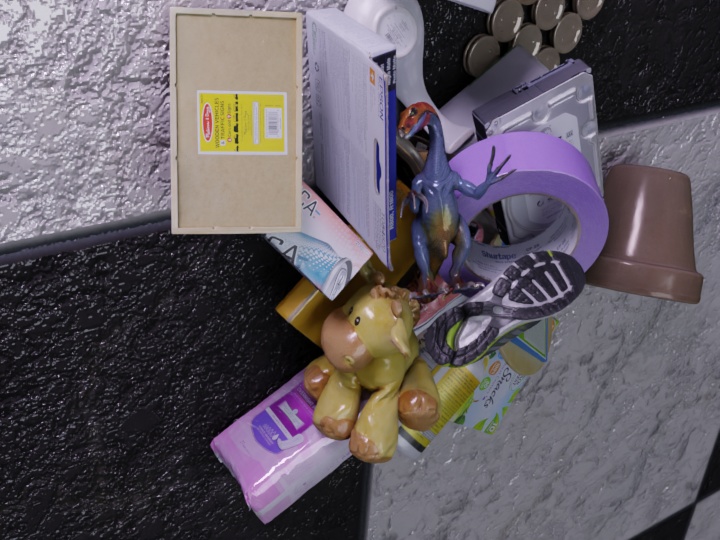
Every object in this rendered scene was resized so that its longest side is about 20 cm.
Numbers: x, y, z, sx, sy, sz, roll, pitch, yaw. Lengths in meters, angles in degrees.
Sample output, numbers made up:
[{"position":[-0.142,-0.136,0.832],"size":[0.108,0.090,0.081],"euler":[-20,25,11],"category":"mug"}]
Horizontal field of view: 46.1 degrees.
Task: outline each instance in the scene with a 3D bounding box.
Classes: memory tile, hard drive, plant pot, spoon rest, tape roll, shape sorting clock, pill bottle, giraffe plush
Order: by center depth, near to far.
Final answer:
[{"position":[0.050,-0.220,0.922],"size":[0.099,0.060,0.201],"euler":[-40,115,-10],"category":"spoon rest"},{"position":[0.018,0.086,0.939],"size":[0.201,0.171,0.163],"euler":[-49,152,-20],"category":"giraffe plush"},{"position":[0.173,-0.054,0.951],"size":[0.195,0.067,0.203],"euler":[-2,134,-2],"category":"tape roll"},{"position":[0.212,-0.128,0.981],"size":[0.138,0.038,0.202],"euler":[-27,133,-6],"category":"hard drive"},{"position":[0.212,-0.298,1.028],"size":[0.152,0.017,0.202],"euler":[29,97,-44],"category":"memory tile"},{"position":[0.096,0.143,1.139],"size":[0.201,0.112,0.112],"euler":[-48,134,-2],"category":"pill bottle"},{"position":[0.215,0.040,1.151],"size":[0.199,0.038,0.205],"euler":[18,69,-56],"category":"shape sorting clock"},{"position":[0.402,-0.056,1.225],"size":[0.197,0.198,0.179],"euler":[7,93,-39],"category":"plant pot"}]

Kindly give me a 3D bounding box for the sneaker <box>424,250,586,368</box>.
[{"position":[0.160,0.045,0.946],"size":[0.197,0.075,0.081],"euler":[-28,166,-2],"category":"sneaker"}]

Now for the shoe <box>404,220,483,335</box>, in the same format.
[{"position":[0.086,0.014,1.087],"size":[0.198,0.071,0.093],"euler":[-31,130,-26],"category":"shoe"}]

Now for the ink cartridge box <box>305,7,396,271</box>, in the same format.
[{"position":[0.002,-0.134,0.837],"size":[0.040,0.201,0.203],"euler":[-14,126,-18],"category":"ink cartridge box"}]

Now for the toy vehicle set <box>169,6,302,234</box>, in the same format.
[{"position":[-0.115,-0.137,0.788],"size":[0.121,0.026,0.206],"euler":[0,96,-12],"category":"toy vehicle set"}]

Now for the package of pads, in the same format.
[{"position":[-0.075,0.201,1.038],"size":[0.198,0.120,0.076],"euler":[-36,133,-13],"category":"package of pads"}]

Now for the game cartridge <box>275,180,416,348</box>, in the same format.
[{"position":[0.000,0.000,0.995],"size":[0.201,0.032,0.176],"euler":[-50,158,-5],"category":"game cartridge"}]

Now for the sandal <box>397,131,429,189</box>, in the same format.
[{"position":[0.065,-0.134,0.974],"size":[0.054,0.080,0.200],"euler":[-45,130,-4],"category":"sandal"}]

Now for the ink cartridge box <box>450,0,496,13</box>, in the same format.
[{"position":[0.088,-0.369,0.800],"size":[0.082,0.145,0.204],"euler":[3,114,-36],"category":"ink cartridge box"}]

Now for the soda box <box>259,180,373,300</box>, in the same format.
[{"position":[-0.081,-0.064,0.853],"size":[0.069,0.064,0.200],"euler":[-46,105,-3],"category":"soda box"}]

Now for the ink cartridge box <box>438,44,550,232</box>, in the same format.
[{"position":[0.192,-0.146,1.042],"size":[0.144,0.084,0.200],"euler":[-38,134,4],"category":"ink cartridge box"}]

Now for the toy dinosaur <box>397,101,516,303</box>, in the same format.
[{"position":[0.064,-0.066,0.850],"size":[0.103,0.199,0.186],"euler":[-8,82,-24],"category":"toy dinosaur"}]

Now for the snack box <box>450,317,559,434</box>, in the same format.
[{"position":[0.193,0.133,1.248],"size":[0.141,0.053,0.203],"euler":[23,99,-44],"category":"snack box"}]
